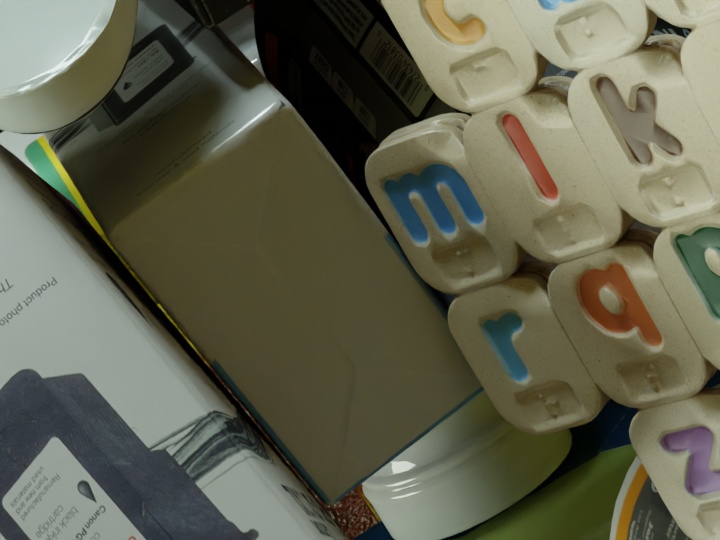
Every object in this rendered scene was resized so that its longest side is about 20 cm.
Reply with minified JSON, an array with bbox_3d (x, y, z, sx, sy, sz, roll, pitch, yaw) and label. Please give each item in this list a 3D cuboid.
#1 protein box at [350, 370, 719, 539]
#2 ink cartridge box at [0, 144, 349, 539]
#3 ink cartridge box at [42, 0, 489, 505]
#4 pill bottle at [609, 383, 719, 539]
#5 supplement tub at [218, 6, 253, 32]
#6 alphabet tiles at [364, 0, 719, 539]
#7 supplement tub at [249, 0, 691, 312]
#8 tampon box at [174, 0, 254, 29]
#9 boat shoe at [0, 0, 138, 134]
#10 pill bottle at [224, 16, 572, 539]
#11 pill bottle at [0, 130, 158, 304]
[{"bbox_3d":[0.112,0.170,1.106,0.201,0.198,0.135,60,175,-15],"label":"protein box"},{"bbox_3d":[-0.068,0.067,0.821,0.200,0.084,0.145,50,179,10],"label":"ink cartridge box"},{"bbox_3d":[-0.042,-0.020,0.903,0.116,0.067,0.200,52,179,-24],"label":"ink cartridge box"},{"bbox_3d":[0.159,0.105,0.855,0.117,0.116,0.200,60,172,-16],"label":"pill bottle"},{"bbox_3d":[-0.090,-0.192,1.197,0.200,0.144,0.145,49,168,53],"label":"supplement tub"},{"bbox_3d":[0.092,-0.016,0.754,0.199,0.015,0.196,-18,108,45],"label":"alphabet tiles"},{"bbox_3d":[0.044,-0.063,0.909,0.200,0.122,0.123,52,171,44],"label":"supplement tub"},{"bbox_3d":[-0.042,-0.187,0.863,0.127,0.150,0.200,60,173,-27],"label":"tampon box"},{"bbox_3d":[-0.100,-0.087,0.838,0.064,0.070,0.200,61,180,-36],"label":"boat shoe"},{"bbox_3d":[0.000,0.000,1.080,0.201,0.112,0.112,61,173,-12],"label":"pill bottle"},{"bbox_3d":[-0.074,-0.064,1.397,0.113,0.199,0.113,57,172,12],"label":"pill bottle"}]
